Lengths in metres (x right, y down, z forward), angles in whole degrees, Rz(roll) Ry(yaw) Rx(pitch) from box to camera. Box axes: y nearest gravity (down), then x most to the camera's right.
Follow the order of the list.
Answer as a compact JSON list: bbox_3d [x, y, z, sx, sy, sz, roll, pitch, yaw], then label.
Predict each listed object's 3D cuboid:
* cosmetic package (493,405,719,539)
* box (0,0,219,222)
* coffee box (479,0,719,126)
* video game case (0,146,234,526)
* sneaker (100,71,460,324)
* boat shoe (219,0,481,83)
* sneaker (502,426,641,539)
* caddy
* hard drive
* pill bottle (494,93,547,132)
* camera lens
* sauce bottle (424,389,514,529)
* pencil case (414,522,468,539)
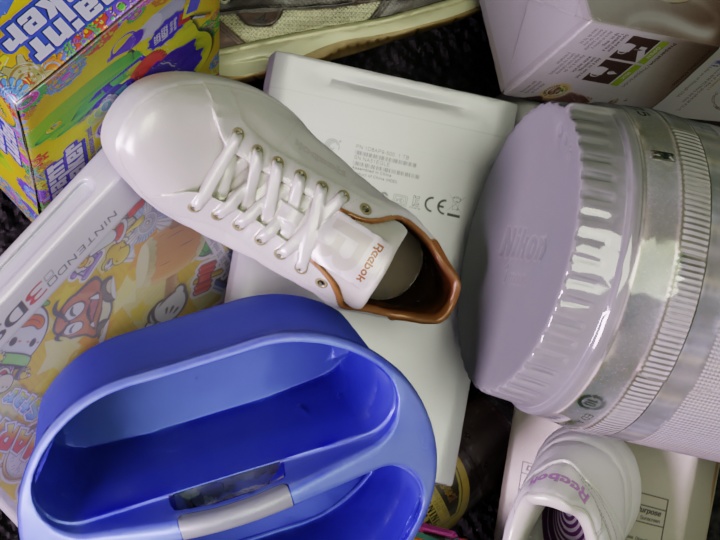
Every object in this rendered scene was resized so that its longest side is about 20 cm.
[{"bbox_3d":[0.124,0.165,1.305,0.105,0.071,0.200,15,108,18],"label":"cosmetic package"},{"bbox_3d":[-0.173,-0.146,1.163,0.122,0.200,0.193,-41,80,-13],"label":"box"},{"bbox_3d":[0.163,-0.145,1.314,0.200,0.080,0.113,7,60,-34],"label":"coffee box"},{"bbox_3d":[-0.132,0.034,1.224,0.023,0.200,0.182,36,77,26],"label":"video game case"},{"bbox_3d":[-0.028,-0.032,1.158,0.200,0.085,0.073,26,95,-36],"label":"sneaker"},{"bbox_3d":[-0.005,-0.149,1.311,0.200,0.073,0.065,-20,99,-18],"label":"boat shoe"},{"bbox_3d":[0.090,0.180,1.228,0.075,0.100,0.200,9,108,19],"label":"sneaker"},{"bbox_3d":[-0.064,0.097,1.168,0.200,0.105,0.142,-17,110,-3],"label":"caddy"},{"bbox_3d":[0.000,0.000,1.258,0.132,0.027,0.200,12,83,-13],"label":"hard drive"},{"bbox_3d":[0.156,-0.020,1.339,0.200,0.120,0.120,12,87,-17],"label":"pill bottle"},{"bbox_3d":[0.166,0.010,1.200,0.200,0.160,0.160,13,87,-17],"label":"camera lens"},{"bbox_3d":[0.028,0.114,1.329,0.200,0.066,0.066,-38,101,-14],"label":"sauce bottle"},{"bbox_3d":[0.020,0.227,1.284,0.088,0.088,0.200,-1,116,-18],"label":"pencil case"}]
